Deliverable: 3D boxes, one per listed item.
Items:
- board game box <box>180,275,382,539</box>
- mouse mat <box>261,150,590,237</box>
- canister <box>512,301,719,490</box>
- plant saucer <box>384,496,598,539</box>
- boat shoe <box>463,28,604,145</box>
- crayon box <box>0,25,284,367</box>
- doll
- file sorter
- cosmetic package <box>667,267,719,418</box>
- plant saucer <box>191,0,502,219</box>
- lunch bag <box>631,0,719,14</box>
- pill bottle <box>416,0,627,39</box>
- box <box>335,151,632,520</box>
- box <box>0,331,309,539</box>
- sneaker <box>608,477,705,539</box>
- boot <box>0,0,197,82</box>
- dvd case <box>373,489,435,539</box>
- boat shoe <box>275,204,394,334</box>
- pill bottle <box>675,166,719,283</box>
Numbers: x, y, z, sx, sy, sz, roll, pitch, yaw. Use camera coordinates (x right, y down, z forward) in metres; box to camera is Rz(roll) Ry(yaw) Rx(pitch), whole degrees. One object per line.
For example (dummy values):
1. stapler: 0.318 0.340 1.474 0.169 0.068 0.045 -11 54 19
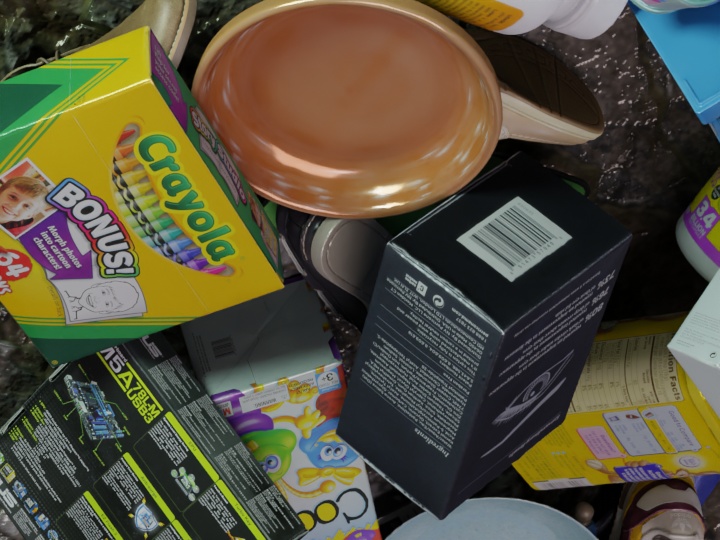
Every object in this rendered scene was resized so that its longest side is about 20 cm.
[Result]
1. board game box: -0.056 0.120 1.719 0.103 0.105 0.201 -16 130 -5
2. mouse mat: 0.040 -0.045 1.646 0.199 0.008 0.161 18 141 -28
3. canister: 0.199 0.096 1.739 0.199 0.087 0.149 -8 139 29
4. plant saucer: 0.100 0.242 1.859 0.200 0.039 0.202 -1 126 -1
5. boat shoe: 0.072 -0.121 1.597 0.199 0.072 0.065 15 132 -26
6. crayon box: -0.166 -0.042 1.505 0.172 0.058 0.200 -18 134 14
7. doll: 0.232 0.200 1.907 0.136 0.049 0.200 23 117 -29
8. file sorter: 0.265 -0.159 1.540 0.138 0.200 0.123 -31 132 8
9. cosmetic package: 0.307 0.053 1.637 0.151 0.052 0.200 -53 134 -13
10. plant saucer: -0.008 -0.112 1.511 0.199 0.038 0.201 3 139 2
11. lunch bag: 0.196 -0.266 1.449 0.160 0.077 0.200 -39 99 -16
12. pill bottle: 0.073 -0.214 1.493 0.199 0.111 0.111 16 121 -27
13. box: 0.081 0.046 1.600 0.148 0.104 0.200 -34 152 -39
14. box: -0.158 0.156 1.644 0.193 0.200 0.047 -44 170 33
15. sneaker: 0.227 0.249 1.856 0.075 0.090 0.201 0 127 -3
16. boot: -0.182 -0.116 1.520 0.075 0.074 0.200 31 116 -27
17. dvd case: -0.015 0.264 1.896 0.199 0.025 0.151 -27 129 3
18. boat shoe: 0.000 0.000 1.673 0.073 0.063 0.200 -55 147 -8
19. pill bottle: 0.321 -0.073 1.686 0.104 0.104 0.200 21 118 -30
